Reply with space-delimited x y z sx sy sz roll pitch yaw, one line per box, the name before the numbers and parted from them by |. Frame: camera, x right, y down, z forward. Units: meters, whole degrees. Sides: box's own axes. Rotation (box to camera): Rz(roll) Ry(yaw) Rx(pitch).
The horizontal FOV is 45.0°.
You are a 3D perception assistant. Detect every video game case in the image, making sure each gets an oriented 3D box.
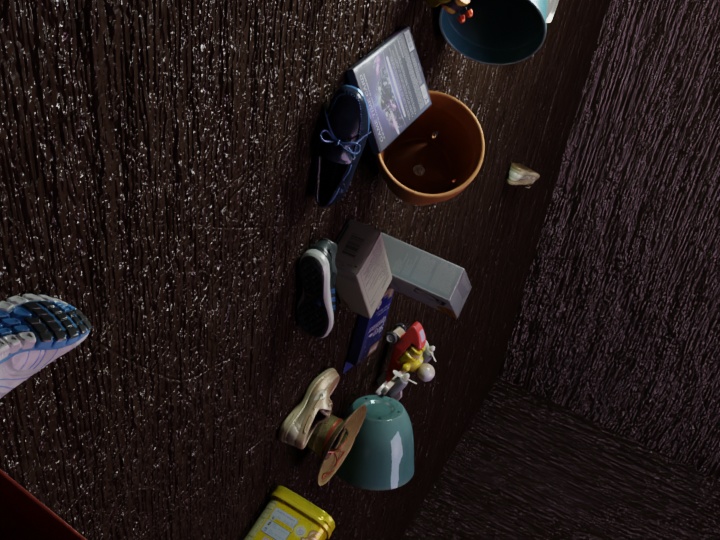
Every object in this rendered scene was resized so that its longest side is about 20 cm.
video game case | 0.052 -0.302 1.443 0.200 0.019 0.144 -47 126 -44

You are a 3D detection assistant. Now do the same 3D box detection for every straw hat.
straw hat | -0.073 0.355 1.864 0.202 0.084 0.202 -52 161 -26

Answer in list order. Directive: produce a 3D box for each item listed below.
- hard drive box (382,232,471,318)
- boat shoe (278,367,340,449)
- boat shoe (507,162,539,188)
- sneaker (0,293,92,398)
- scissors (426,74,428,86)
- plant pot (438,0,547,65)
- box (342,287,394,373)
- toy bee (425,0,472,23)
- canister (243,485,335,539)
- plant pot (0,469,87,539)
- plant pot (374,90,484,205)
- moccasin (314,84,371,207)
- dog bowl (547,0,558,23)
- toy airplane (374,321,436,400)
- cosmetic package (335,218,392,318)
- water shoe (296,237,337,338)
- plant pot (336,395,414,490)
hard drive box | 0.124 0.011 1.825 0.078 0.198 0.156 -62 161 -9
boat shoe | -0.089 0.282 1.760 0.200 0.064 0.072 -52 156 -39
boat shoe | 0.514 -0.301 2.772 0.199 0.073 0.063 1 118 -59
sneaker | -0.345 0.086 0.825 0.199 0.075 0.087 -23 142 -55
scissors | 0.132 -0.316 1.764 0.073 0.014 0.202 -43 149 -47
plant pot | 0.261 -0.525 1.619 0.201 0.197 0.190 76 27 -62
box | 0.020 0.131 1.944 0.121 0.032 0.203 -31 142 -61
toy bee | 0.152 -0.477 1.474 0.200 0.109 0.130 -49 -160 -24
canister | -0.165 0.560 1.753 0.201 0.147 0.087 -53 158 -31
plant pot | -0.385 0.316 0.793 0.200 0.199 0.178 -41 160 -52
plant pot | 0.117 -0.206 1.595 0.202 0.198 0.140 -61 177 -16
moccasin | -0.029 -0.184 1.348 0.068 0.079 0.202 -62 163 -52
dog bowl | 0.435 -0.661 2.130 0.201 0.058 0.201 -55 159 -33
toy airplane | 0.118 0.248 2.181 0.202 0.140 0.200 -61 161 -18
cosmetic package | 0.000 0.000 1.667 0.106 0.070 0.201 -60 161 -21
water shoe | -0.065 0.034 1.528 0.079 0.071 0.202 -52 157 -42
plant pot | 0.037 0.395 2.065 0.200 0.198 0.163 -32 130 -60
